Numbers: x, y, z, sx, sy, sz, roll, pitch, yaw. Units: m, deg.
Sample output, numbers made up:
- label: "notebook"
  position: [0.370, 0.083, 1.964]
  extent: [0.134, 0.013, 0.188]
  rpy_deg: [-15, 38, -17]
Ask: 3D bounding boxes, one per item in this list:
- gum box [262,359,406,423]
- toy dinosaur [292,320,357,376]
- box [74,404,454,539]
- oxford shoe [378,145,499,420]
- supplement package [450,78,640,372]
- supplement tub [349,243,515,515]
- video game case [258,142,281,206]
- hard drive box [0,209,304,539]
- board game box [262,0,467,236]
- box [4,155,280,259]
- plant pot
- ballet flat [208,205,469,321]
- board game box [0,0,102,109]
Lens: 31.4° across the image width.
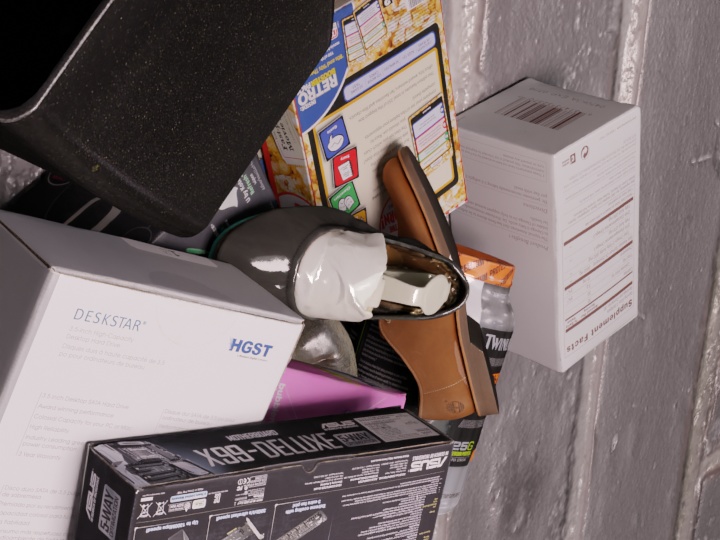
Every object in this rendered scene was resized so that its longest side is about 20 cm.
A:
- label: "gum box"
  position: [-0.060, 0.151, 0.742]
  extent: [0.113, 0.066, 0.201]
  rpy_deg: [18, 88, -42]
- label: "toy dinosaur"
  position: [-0.041, 0.071, 0.921]
  extent: [0.102, 0.077, 0.201]
  rpy_deg: [-24, 88, -7]
- label: "box"
  position: [-0.052, 0.159, 0.659]
  extent: [0.199, 0.050, 0.159]
  rpy_deg: [-3, 111, -40]
- label: "oxford shoe"
  position: [0.041, 0.015, 0.894]
  extent: [0.071, 0.071, 0.201]
  rpy_deg: [-64, 140, -76]
- label: "supplement package"
  position: [0.154, -0.039, 1.072]
  extent: [0.117, 0.117, 0.201]
  rpy_deg: [-31, 128, -36]
- label: "supplement tub"
  position: [0.046, 0.077, 0.999]
  extent: [0.122, 0.122, 0.201]
  rpy_deg: [9, 100, -49]
- label: "video game case"
  position: [-0.022, -0.143, 0.903]
  extent: [0.181, 0.023, 0.201]
  rpy_deg: [-1, 108, -48]
- label: "hard drive box"
  position: [-0.139, 0.087, 0.641]
  extent: [0.155, 0.077, 0.201]
  rpy_deg: [16, 103, -45]
- label: "board game box"
  position: [0.001, -0.103, 0.893]
  extent: [0.151, 0.046, 0.201]
  rpy_deg: [-36, 131, -33]
- label: "box"
  position: [-0.148, 0.011, 0.751]
  extent: [0.200, 0.122, 0.106]
  rpy_deg: [-46, 136, -25]
- label: "plant pot"
  position: [-0.122, -0.131, 0.602]
  extent: [0.200, 0.199, 0.178]
  rpy_deg: [-58, 150, -14]
- label: "ballet flat"
  position: [0.000, 0.000, 0.768]
  extent: [0.200, 0.068, 0.068]
  rpy_deg: [2, 104, -52]
- label: "board game box"
  position: [-0.234, -0.163, 0.636]
  extent: [0.151, 0.047, 0.200]
  rpy_deg: [-53, 138, -18]
